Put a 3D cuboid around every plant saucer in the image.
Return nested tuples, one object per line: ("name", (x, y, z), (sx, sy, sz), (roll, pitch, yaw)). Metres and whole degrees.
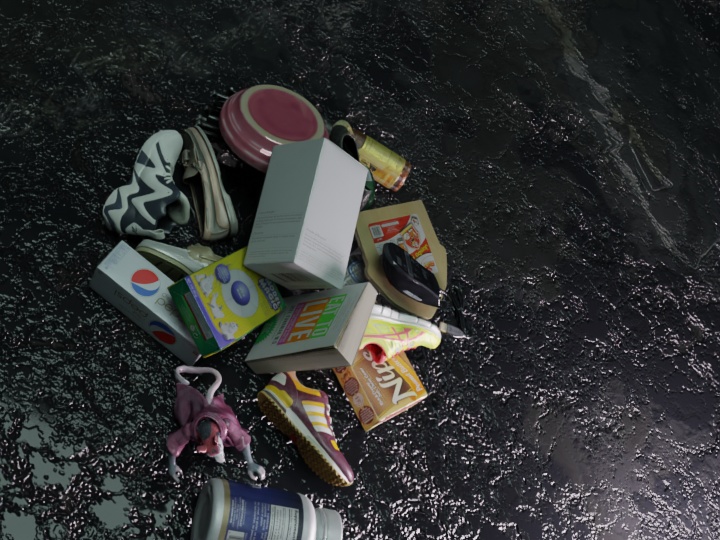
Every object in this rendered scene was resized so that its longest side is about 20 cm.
("plant saucer", (-0.137, -0.242, 1.503), (0.197, 0.051, 0.203), (16, 44, -16))

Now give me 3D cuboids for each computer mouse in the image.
("computer mouse", (0.102, 0.047, 1.454), (0.199, 0.046, 0.142), (32, 29, -33))

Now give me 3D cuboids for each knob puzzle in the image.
("knob puzzle", (0.073, -0.010, 1.523), (0.217, 0.030, 0.224), (18, 60, -34))

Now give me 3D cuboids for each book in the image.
("book", (-0.075, 0.089, 1.383), (0.048, 0.197, 0.135), (49, 47, -30))

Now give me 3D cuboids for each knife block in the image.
("knife block", (-0.185, -0.230, 1.570), (0.174, 0.064, 0.202), (-29, 82, -36))

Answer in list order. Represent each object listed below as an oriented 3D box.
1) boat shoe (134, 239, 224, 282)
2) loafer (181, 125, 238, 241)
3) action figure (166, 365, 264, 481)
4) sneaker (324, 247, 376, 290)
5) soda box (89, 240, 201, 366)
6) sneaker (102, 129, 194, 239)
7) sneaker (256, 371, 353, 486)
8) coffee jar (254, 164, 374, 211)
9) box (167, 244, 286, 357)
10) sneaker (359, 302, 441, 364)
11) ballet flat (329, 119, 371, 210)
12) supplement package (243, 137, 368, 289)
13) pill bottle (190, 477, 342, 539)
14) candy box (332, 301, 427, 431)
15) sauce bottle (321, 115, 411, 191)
("boat shoe", (-0.261, -0.003, 1.406), (0.198, 0.074, 0.069), (29, 52, -26))
("loafer", (-0.262, -0.144, 1.481), (0.062, 0.072, 0.203), (-17, 77, -27))
("action figure", (-0.200, 0.212, 1.241), (0.131, 0.200, 0.153), (0, 87, -9))
("sneaker", (0.000, 0.000, 1.537), (0.199, 0.086, 0.075), (-38, 100, -44))
("soda box", (-0.306, 0.051, 1.349), (0.199, 0.068, 0.064), (40, 52, -5))
("sneaker", (-0.300, -0.128, 1.411), (0.127, 0.080, 0.201), (20, 53, 13))
("sneaker", (-0.066, 0.237, 1.384), (0.201, 0.075, 0.090), (49, 57, 1))
("coffee jar", (-0.080, -0.139, 1.556), (0.196, 0.105, 0.087), (3, 54, -27))
("box", (-0.189, 0.038, 1.357), (0.119, 0.048, 0.199), (63, 33, -4))
("sneaker", (0.048, 0.109, 1.456), (0.197, 0.078, 0.092), (18, 82, -36))
("ballet flat", (-0.012, -0.179, 1.503), (0.066, 0.056, 0.203), (30, 37, -40))
("supplement package", (-0.082, -0.084, 1.382), (0.117, 0.115, 0.204), (29, 67, -45))
("pill bottle", (-0.129, 0.363, 1.258), (0.197, 0.111, 0.113), (16, 58, -22))
("candy box", (0.013, 0.147, 1.486), (0.114, 0.055, 0.203), (-20, 76, -38))
("sauce bottle", (-0.001, -0.222, 1.672), (0.198, 0.066, 0.067), (29, 54, -10))
